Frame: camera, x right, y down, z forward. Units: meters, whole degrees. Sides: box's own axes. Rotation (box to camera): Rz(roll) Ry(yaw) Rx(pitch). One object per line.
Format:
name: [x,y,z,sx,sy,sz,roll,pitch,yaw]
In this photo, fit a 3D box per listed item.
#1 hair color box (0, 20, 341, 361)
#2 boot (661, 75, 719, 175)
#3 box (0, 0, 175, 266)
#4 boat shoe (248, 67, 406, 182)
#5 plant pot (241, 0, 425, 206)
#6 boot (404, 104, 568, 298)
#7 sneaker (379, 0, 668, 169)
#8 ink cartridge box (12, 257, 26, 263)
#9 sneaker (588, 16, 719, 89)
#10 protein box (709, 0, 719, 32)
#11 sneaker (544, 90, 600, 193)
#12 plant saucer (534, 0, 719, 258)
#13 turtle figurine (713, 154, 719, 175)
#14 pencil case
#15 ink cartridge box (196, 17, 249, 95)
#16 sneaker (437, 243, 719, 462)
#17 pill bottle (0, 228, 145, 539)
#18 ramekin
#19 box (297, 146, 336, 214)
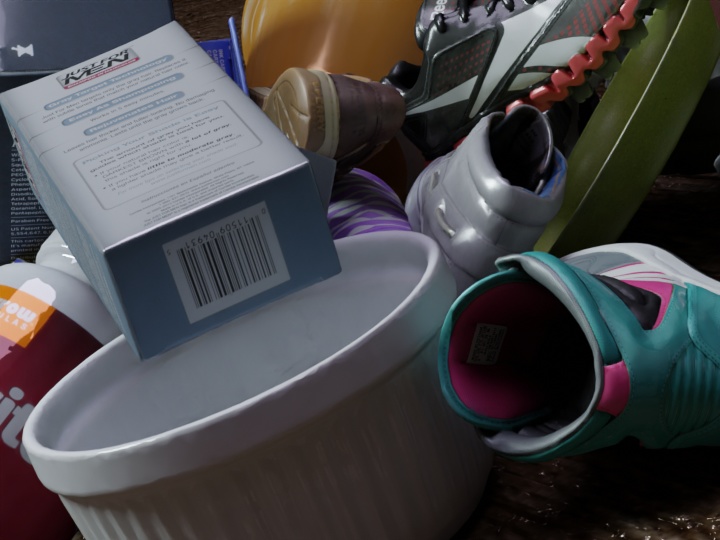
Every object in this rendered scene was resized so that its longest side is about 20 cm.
hair color box: [-0.093,-0.043,0.996,0.098,0.061,0.200,-24,31,-11]
boot: [0.258,-0.115,1.162,0.200,0.078,0.138,-34,20,-33]
box: [-0.171,-0.107,1.280,0.106,0.201,0.149,-3,54,-11]
boat shoe: [-0.021,-0.076,1.205,0.071,0.073,0.200,-6,-6,-14]
plant pot: [0.004,-0.117,1.370,0.199,0.201,0.184,-16,28,28]
boot: [0.070,-0.039,1.058,0.200,0.073,0.096,-83,19,-65]
sneaker: [0.086,-0.128,1.165,0.200,0.098,0.071,-41,8,32]
ink cartridge box: [-0.225,0.090,1.183,0.200,0.041,0.199,-41,26,-11]
sneaker: [0.152,-0.149,1.252,0.198,0.087,0.075,11,33,6]
protein box: [0.263,-0.110,0.879,0.197,0.201,0.135,-26,24,-6]
sneaker: [0.098,-0.083,1.315,0.090,0.079,0.200,-26,12,22]
plant saucer: [0.140,-0.070,1.117,0.201,0.031,0.200,-61,2,4]
turtle figurine: [0.204,-0.157,0.995,0.199,0.195,0.144,4,42,43]
pencil case: [0.000,0.000,1.186,0.086,0.084,0.200,-45,13,5]
ink cartridge box: [-0.091,-0.055,1.275,0.042,0.120,0.200,-5,-17,-13]
sneaker: [0.082,0.031,0.891,0.120,0.084,0.200,3,6,-23]
pill bottle: [-0.166,0.072,1.032,0.113,0.113,0.201,-5,42,50]
ramekin: [-0.037,0.074,0.937,0.199,0.106,0.200,-22,15,6]
box: [-0.097,0.019,1.145,0.041,0.157,0.199,18,-13,-33]
